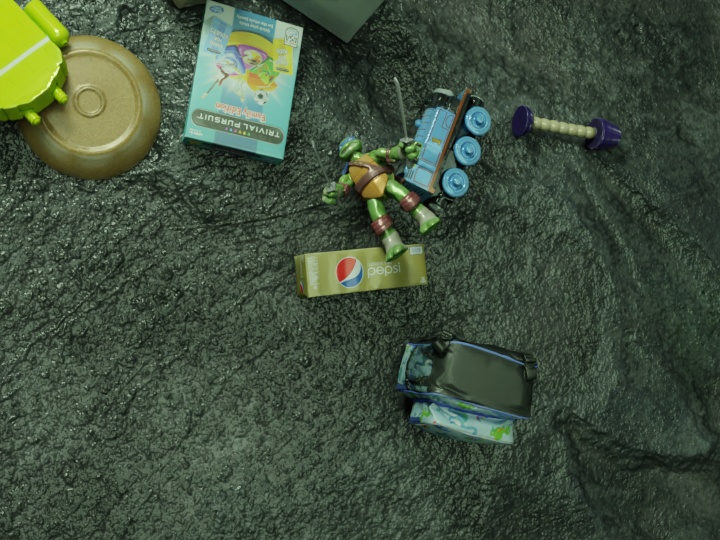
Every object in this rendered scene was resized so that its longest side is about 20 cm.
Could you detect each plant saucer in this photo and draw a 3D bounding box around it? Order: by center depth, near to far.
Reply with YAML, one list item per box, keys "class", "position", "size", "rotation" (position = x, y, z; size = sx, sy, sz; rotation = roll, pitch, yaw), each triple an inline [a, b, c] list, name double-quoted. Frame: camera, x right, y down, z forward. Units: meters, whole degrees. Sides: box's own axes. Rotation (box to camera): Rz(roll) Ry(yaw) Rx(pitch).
- class: "plant saucer"
  position: [-0.377, -0.231, 1.062]
  size: [0.195, 0.035, 0.206]
  rotation: [1, 87, -19]

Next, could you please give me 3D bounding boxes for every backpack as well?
- class: "backpack"
  position: [0.145, 0.176, 1.143]
  size: [0.179, 0.200, 0.151]
  rotation: [15, 83, -15]

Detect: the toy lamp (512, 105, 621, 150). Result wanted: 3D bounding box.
- class: "toy lamp"
  position: [0.360, -0.243, 1.313]
  size: [0.195, 0.058, 0.060]
  rotation: [4, 86, -20]

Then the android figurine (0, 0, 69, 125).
- class: "android figurine"
  position: [-0.469, -0.278, 1.002]
  size: [0.200, 0.041, 0.182]
  rotation: [43, 73, 6]

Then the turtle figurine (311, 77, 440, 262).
- class: "turtle figurine"
  position: [0.023, -0.123, 1.098]
  size: [0.143, 0.200, 0.196]
  rotation: [-32, 81, -25]

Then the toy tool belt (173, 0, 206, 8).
- class: "toy tool belt"
  position: [-0.223, -0.453, 1.042]
  size: [0.123, 0.199, 0.126]
  rotation: [-25, 98, -27]

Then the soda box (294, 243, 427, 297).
- class: "soda box"
  position: [0.000, 0.000, 1.168]
  size: [0.195, 0.068, 0.066]
  rotation: [-5, 89, -20]

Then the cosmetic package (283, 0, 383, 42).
- class: "cosmetic package"
  position: [-0.047, -0.464, 1.102]
  size: [0.197, 0.199, 0.125]
  rotation: [29, 76, -16]

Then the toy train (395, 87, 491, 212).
- class: "toy train"
  position: [0.131, -0.198, 1.217]
  size: [0.112, 0.087, 0.204]
  rotation: [23, 80, -11]

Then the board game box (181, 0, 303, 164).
- class: "board game box"
  position: [-0.174, -0.276, 1.130]
  size: [0.147, 0.047, 0.206]
  rotation: [10, 84, -19]
